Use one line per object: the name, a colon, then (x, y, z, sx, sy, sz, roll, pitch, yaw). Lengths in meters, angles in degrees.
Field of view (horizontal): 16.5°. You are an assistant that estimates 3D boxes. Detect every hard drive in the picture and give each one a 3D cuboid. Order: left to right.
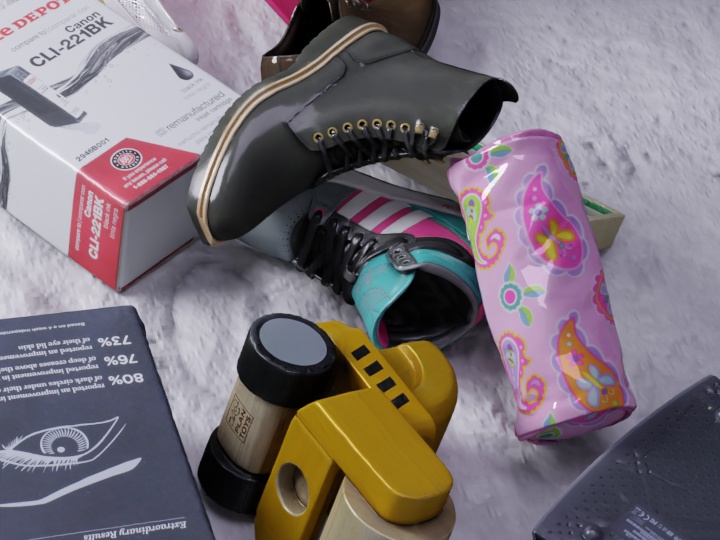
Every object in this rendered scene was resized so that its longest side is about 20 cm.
hard drive: (0.209, 0.156, 1.553, 0.135, 0.043, 0.200, 35, 47, 23)

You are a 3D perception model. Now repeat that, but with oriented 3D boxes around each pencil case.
pencil case: (0.115, 0.009, 1.600, 0.087, 0.087, 0.202, -11, 78, -23)

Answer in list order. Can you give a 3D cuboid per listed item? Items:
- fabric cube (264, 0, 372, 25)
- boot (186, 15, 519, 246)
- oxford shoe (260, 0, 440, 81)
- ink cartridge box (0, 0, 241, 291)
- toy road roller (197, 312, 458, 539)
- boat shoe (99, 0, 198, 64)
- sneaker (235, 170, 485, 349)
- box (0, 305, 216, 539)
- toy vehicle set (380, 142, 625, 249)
fabric cube: (-0.009, -0.336, 1.912, 0.195, 0.200, 0.200, -19, 51, -31)
boot: (-0.006, -0.081, 1.603, 0.138, 0.078, 0.200, 22, 61, 34)
oxford shoe: (-0.004, -0.174, 1.814, 0.072, 0.085, 0.200, 2, 31, 34)
ink cartridge box: (-0.187, -0.098, 1.703, 0.199, 0.084, 0.144, 34, 48, 23)
toy road roller: (0.008, 0.115, 1.498, 0.145, 0.123, 0.200, -9, 45, -36)
boat shoe: (-0.186, -0.208, 1.836, 0.069, 0.071, 0.201, -18, 59, -30)
sneaker: (0.000, 0.000, 1.648, 0.198, 0.084, 0.121, 10, 33, -3)
box: (-0.181, 0.130, 1.448, 0.147, 0.105, 0.201, -5, 46, -18)
toy vehicle set: (0.078, -0.068, 1.727, 0.199, 0.027, 0.124, 28, 12, 16)
